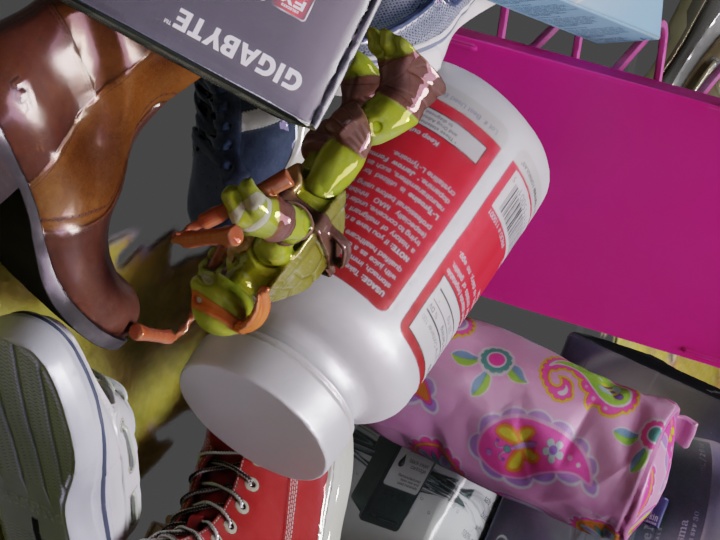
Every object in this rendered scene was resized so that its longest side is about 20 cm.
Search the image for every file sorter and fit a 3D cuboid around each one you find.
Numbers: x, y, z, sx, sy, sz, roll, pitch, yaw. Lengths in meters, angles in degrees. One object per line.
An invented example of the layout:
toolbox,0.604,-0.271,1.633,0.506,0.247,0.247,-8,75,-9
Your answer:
file sorter,0.136,-0.059,1.505,0.125,0.199,0.140,-44,146,-58

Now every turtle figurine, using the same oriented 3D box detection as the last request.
turtle figurine,-0.027,-0.029,1.242,0.162,0.064,0.200,-54,178,-16

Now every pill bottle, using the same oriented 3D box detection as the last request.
pill bottle,0.000,0.000,1.386,0.200,0.112,0.113,-54,149,-27

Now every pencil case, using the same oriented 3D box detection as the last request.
pencil case,0.076,0.073,1.514,0.087,0.199,0.088,23,90,-78

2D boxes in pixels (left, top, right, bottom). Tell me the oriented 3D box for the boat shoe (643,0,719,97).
boat shoe,0.209,-0.095,1.738,0.075,0.068,0.201,15,99,-59

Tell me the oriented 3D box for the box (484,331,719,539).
box,0.181,0.167,1.586,0.123,0.198,0.201,17,96,-57

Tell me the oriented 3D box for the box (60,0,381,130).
box,-0.072,-0.173,1.153,0.199,0.046,0.160,28,87,-21

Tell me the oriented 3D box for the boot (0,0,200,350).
boot,-0.091,-0.079,1.251,0.200,0.068,0.189,-44,133,-10

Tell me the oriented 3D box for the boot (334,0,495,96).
boot,0.024,-0.160,1.397,0.200,0.072,0.091,-47,143,-54

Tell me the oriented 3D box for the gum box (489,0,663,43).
gum box,0.081,-0.216,1.384,0.199,0.044,0.171,14,79,-49

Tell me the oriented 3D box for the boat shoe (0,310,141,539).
boat shoe,-0.140,0.075,1.320,0.067,0.073,0.201,-51,159,-34

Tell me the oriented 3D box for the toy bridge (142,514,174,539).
toy bridge,-0.137,0.218,1.458,0.067,0.027,0.201,25,88,-60

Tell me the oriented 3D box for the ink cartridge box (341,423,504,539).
ink cartridge box,0.040,0.150,1.633,0.201,0.083,0.147,-58,149,-11

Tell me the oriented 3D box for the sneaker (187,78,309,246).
sneaker,-0.061,-0.105,1.314,0.084,0.075,0.201,1,115,-39

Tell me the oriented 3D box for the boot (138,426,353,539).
boot,-0.070,0.110,1.394,0.144,0.072,0.202,18,70,-57
